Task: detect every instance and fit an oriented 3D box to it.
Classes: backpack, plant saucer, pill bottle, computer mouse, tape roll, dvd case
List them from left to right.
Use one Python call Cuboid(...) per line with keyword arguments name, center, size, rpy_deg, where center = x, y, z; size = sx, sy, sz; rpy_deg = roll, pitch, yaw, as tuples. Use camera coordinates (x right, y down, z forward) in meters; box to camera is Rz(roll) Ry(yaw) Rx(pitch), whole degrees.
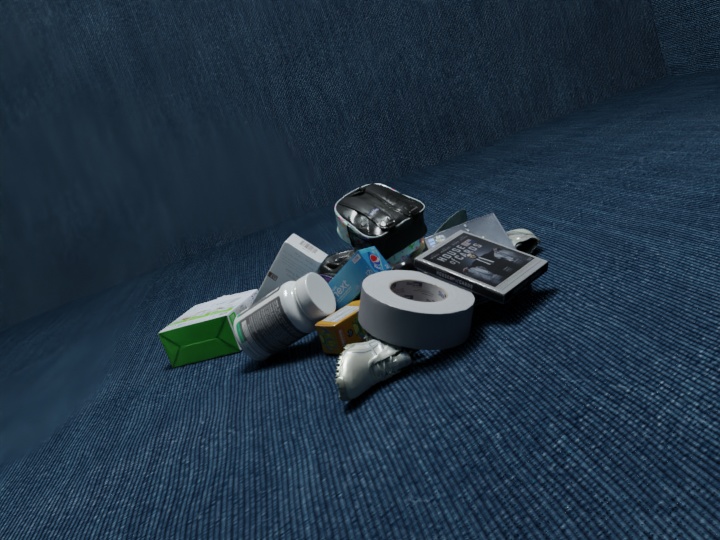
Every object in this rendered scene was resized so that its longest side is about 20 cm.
Cuboid(name="pill bottle", center=(-0.154, 0.093, 1.496), size=(0.199, 0.114, 0.113), rpy_deg=(-32, 7, 25))
Cuboid(name="backpack", center=(0.040, -0.108, 1.694), size=(0.176, 0.152, 0.199), rpy_deg=(-32, 49, -26))
Cuboid(name="computer mouse", center=(0.096, 0.012, 1.490), size=(0.058, 0.034, 0.200), rpy_deg=(-38, -12, 3))
Cuboid(name="tape roll", center=(0.096, 0.064, 1.271), size=(0.197, 0.067, 0.201), rpy_deg=(6, 19, -2))
Cuboid(name="plant saucer", center=(0.187, -0.043, 1.643), size=(0.201, 0.039, 0.202), rpy_deg=(-45, -18, -18))
Cuboid(name="dvd case", center=(0.219, -0.011, 1.341), size=(0.198, 0.025, 0.149), rpy_deg=(24, 39, 36))

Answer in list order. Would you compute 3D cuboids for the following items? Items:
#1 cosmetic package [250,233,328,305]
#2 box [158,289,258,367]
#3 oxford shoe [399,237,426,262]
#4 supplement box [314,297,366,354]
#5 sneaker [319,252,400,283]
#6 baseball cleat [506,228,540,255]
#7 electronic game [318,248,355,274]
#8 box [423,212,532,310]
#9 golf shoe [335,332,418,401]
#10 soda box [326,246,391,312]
Cuboid(name="cosmetic package", center=(-0.166, 0.028, 1.687), size=(0.202, 0.101, 0.074), rpy_deg=(-60, -2, 22))
Cuboid(name="box", center=(-0.348, 0.134, 1.760), size=(0.197, 0.098, 0.177), rpy_deg=(-15, 13, 20))
Cuboid(name="oxford shoe", center=(0.149, -0.041, 1.777), size=(0.197, 0.076, 0.071), rpy_deg=(-20, 13, 1))
Cuboid(name="supplement box", center=(0.006, 0.094, 1.462), size=(0.199, 0.067, 0.068), rpy_deg=(-30, 19, -34))
Cuboid(name="sneaker", center=(0.000, 0.000, 1.593), size=(0.197, 0.089, 0.076), rpy_deg=(-15, 13, 20))
Cuboid(name="baseball cleat", center=(0.291, -0.045, 1.595), size=(0.197, 0.071, 0.107), rpy_deg=(-21, 12, -1))
Cuboid(name="electronic game", center=(-0.031, -0.005, 1.760), size=(0.197, 0.042, 0.200), rpy_deg=(-13, 20, 5))
Cuboid(name="box", center=(0.224, -0.015, 1.431), size=(0.155, 0.051, 0.201), rpy_deg=(-19, 42, 1))
Cuboid(name="golf shoe", center=(0.032, 0.146, 1.200), size=(0.096, 0.079, 0.200), rpy_deg=(-4, 20, 31))
Cuboid(name="soda box", center=(-0.028, 0.041, 1.520), size=(0.200, 0.064, 0.068), rpy_deg=(-46, -15, 31))
